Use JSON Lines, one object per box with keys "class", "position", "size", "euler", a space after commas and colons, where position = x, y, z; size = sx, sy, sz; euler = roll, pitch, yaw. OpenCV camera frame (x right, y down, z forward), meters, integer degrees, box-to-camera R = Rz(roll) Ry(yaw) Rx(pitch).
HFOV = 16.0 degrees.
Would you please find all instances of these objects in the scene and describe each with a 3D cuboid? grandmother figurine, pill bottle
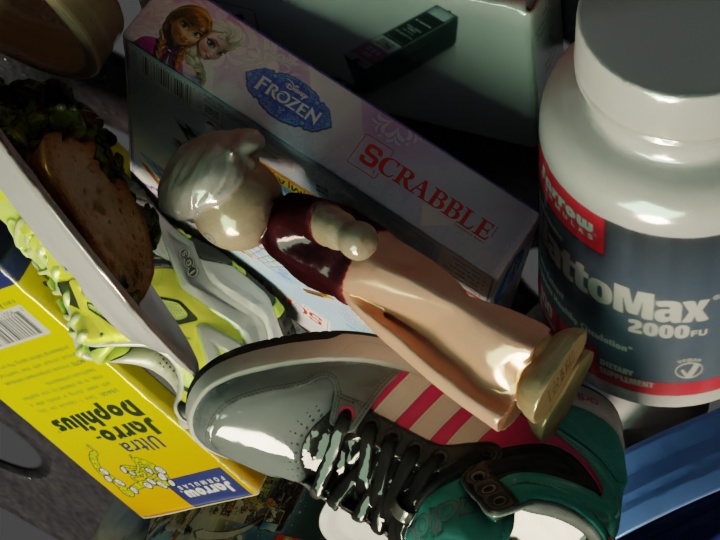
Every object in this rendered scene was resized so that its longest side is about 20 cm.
{"class": "grandmother figurine", "position": [0.000, 0.000, 1.082], "size": [0.199, 0.061, 0.121], "euler": [30, 163, 16]}
{"class": "pill bottle", "position": [0.135, -0.043, 1.098], "size": [0.119, 0.120, 0.201], "euler": [16, 146, 16]}

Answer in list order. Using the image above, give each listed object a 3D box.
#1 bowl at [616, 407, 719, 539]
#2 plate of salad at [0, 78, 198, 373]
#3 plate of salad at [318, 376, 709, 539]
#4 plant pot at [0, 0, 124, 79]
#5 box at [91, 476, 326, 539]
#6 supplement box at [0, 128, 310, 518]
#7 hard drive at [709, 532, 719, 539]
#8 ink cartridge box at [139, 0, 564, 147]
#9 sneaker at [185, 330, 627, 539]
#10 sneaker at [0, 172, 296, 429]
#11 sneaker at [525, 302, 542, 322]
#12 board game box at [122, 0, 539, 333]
{"class": "bowl", "position": [0.162, 0.113, 1.261], "size": [0.040, 0.200, 0.201], "euler": [67, 152, 18]}
{"class": "plate of salad", "position": [-0.125, -0.040, 1.131], "size": [0.200, 0.048, 0.200], "euler": [52, 180, 0]}
{"class": "plate of salad", "position": [0.072, 0.087, 1.245], "size": [0.199, 0.048, 0.200], "euler": [-16, 158, -7]}
{"class": "plant pot", "position": [-0.175, -0.178, 1.122], "size": [0.200, 0.093, 0.201], "euler": [31, 169, 7]}
{"class": "box", "position": [-0.082, 0.159, 1.459], "size": [0.136, 0.201, 0.038], "euler": [10, 144, 25]}
{"class": "supplement box", "position": [-0.133, 0.029, 1.396], "size": [0.109, 0.109, 0.200], "euler": [-17, 128, 47]}
{"class": "hard drive", "position": [0.168, 0.177, 1.243], "size": [0.025, 0.200, 0.132], "euler": [59, -172, 35]}
{"class": "ink cartridge box", "position": [-0.011, -0.145, 1.128], "size": [0.199, 0.044, 0.174], "euler": [15, 147, 18]}
{"class": "sneaker", "position": [0.023, 0.098, 1.097], "size": [0.199, 0.121, 0.084], "euler": [7, 126, -10]}
{"class": "sneaker", "position": [-0.129, -0.001, 1.266], "size": [0.200, 0.077, 0.075], "euler": [35, 163, 8]}
{"class": "sneaker", "position": [0.093, 0.062, 1.324], "size": [0.090, 0.067, 0.200], "euler": [41, 143, -18]}
{"class": "board game box", "position": [-0.019, -0.027, 1.199], "size": [0.199, 0.041, 0.200], "euler": [34, 160, 9]}
